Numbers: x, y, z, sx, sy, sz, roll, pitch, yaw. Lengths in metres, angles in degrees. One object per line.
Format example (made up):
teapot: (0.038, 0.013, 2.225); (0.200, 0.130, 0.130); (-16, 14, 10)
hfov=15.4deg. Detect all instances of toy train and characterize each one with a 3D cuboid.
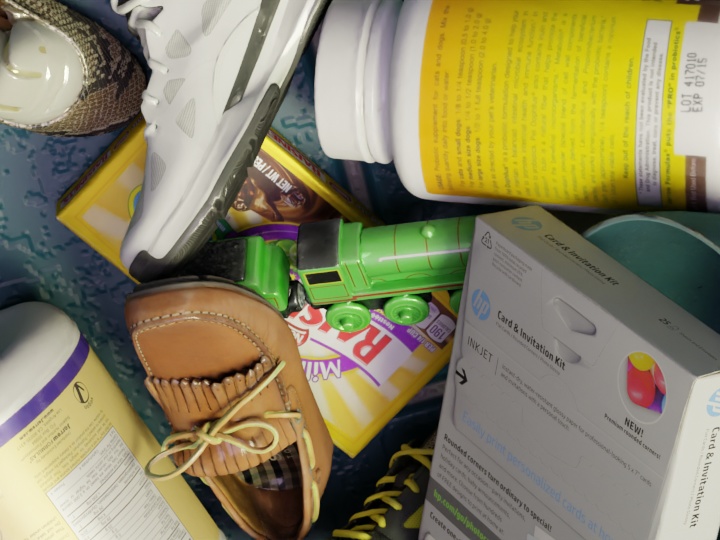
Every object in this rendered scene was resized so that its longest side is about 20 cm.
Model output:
toy train: (0.000, 0.000, 1.256); (0.199, 0.042, 0.056); (-8, 143, 12)

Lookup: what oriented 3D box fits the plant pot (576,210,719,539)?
plant pot: (0.186, 0.064, 1.201); (0.134, 0.200, 0.201); (-10, 116, -33)

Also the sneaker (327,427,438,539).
sneaker: (0.023, 0.125, 1.324); (0.199, 0.074, 0.085); (-15, 102, -38)

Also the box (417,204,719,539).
box: (0.094, 0.094, 1.189); (0.041, 0.156, 0.201); (-12, 123, -33)

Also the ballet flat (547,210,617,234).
ballet flat: (0.161, -0.026, 1.308); (0.199, 0.070, 0.070); (3, 112, -7)

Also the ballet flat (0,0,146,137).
ballet flat: (-0.189, -0.111, 1.229); (0.200, 0.075, 0.068); (31, 105, -16)

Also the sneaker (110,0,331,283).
sneaker: (-0.090, -0.099, 1.232); (0.115, 0.076, 0.201); (26, 81, 0)

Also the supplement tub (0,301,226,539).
supplement tub: (-0.150, 0.132, 1.283); (0.145, 0.145, 0.200); (-32, 105, 7)

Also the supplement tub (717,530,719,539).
supplement tub: (0.226, 0.136, 1.330); (0.199, 0.145, 0.145); (-16, 112, 1)

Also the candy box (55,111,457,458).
candy box: (-0.043, -0.003, 1.313); (0.200, 0.026, 0.102); (39, 107, -18)

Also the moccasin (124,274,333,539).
moccasin: (-0.063, 0.069, 1.251); (0.073, 0.078, 0.202); (-5, 147, 8)

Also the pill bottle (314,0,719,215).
pill bottle: (0.083, -0.083, 1.232); (0.199, 0.109, 0.110); (5, 113, 13)
